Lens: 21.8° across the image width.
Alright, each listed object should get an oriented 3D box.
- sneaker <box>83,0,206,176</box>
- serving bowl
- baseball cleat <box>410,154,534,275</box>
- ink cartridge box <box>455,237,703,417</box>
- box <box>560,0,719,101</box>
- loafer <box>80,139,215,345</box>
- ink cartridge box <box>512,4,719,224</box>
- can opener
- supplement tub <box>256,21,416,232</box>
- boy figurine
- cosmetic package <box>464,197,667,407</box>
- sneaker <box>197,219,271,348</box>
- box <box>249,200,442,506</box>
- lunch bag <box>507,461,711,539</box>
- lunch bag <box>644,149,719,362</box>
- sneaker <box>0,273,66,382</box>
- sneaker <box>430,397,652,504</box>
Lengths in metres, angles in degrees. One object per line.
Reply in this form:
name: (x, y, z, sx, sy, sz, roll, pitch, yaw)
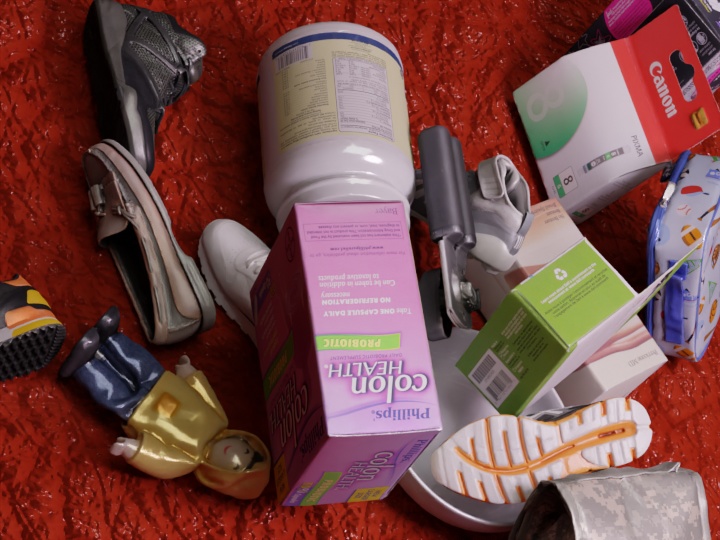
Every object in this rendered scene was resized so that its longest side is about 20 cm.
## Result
sneaker: (-0.191, -0.169, 1.754, 0.114, 0.076, 0.200, 2, 53, -22)
serving bowl: (0.096, 0.154, 1.710, 0.200, 0.066, 0.200, 15, 52, -21)
baseball cleat: (0.096, -0.076, 1.801, 0.070, 0.107, 0.200, 17, 17, -50)
ink cartridge box: (0.198, 0.031, 1.694, 0.200, 0.148, 0.076, -35, 77, -34)
box: (0.335, -0.244, 2.037, 0.115, 0.200, 0.132, -23, 73, -40)
loafer: (-0.201, -0.025, 1.658, 0.063, 0.072, 0.200, -24, 76, -32)
ink cartridge box: (0.264, -0.166, 1.943, 0.050, 0.200, 0.161, 14, 50, -44)
can opener: (0.069, -0.033, 1.723, 0.053, 0.067, 0.200, 35, 42, -56)
supplement tub: (-0.023, -0.119, 1.774, 0.145, 0.145, 0.200, 11, 55, -25)
boy figurine: (-0.162, 0.126, 1.578, 0.200, 0.064, 0.124, 41, 44, 3)
cosmetic package: (0.194, 0.041, 1.832, 0.103, 0.087, 0.200, -22, 73, -40)
sneaker: (-0.071, 0.026, 1.690, 0.076, 0.081, 0.200, -26, 73, -38)
box: (-0.017, 0.070, 1.535, 0.096, 0.176, 0.200, -3, 67, -17)
lunch bag: (0.219, 0.267, 1.628, 0.164, 0.117, 0.201, 0, 93, -31)
lunch bag: (0.329, -0.014, 1.882, 0.075, 0.200, 0.160, 13, 47, 21)
sneaker: (-0.345, 0.051, 1.526, 0.200, 0.070, 0.090, -11, 50, -36)
sneaker: (0.156, 0.161, 1.654, 0.199, 0.077, 0.078, -8, 87, -15)
